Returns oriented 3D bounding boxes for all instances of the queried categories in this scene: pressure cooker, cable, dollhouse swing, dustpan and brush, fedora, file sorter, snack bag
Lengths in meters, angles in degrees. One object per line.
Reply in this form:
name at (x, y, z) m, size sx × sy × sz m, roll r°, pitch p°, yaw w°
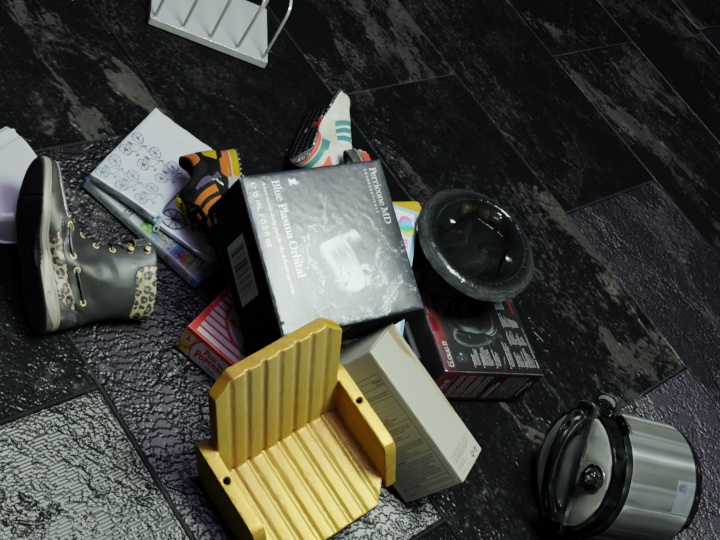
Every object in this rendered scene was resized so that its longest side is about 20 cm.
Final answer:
pressure cooker at (0.329, 0.269, 1.507) m, size 0.198 × 0.179 × 0.178 m, roll 15°, pitch 49°, yaw -27°
cable at (0.026, -0.122, 1.634) m, size 0.098 × 0.050 × 0.200 m, roll 65°, pitch -8°, yaw -29°
dollhouse swing at (-0.060, 0.188, 1.245) m, size 0.199 × 0.176 × 0.183 m, roll -27°, pitch 71°, yaw -27°
dustpan and brush at (-0.406, -0.065, 1.358) m, size 0.200 × 0.057 × 0.139 m, roll 41°, pitch 52°, yaw 11°
fedora at (0.144, -0.017, 1.574) m, size 0.199 × 0.092 × 0.202 m, roll 19°, pitch 47°, yaw -21°
file sorter at (-0.214, -0.437, 1.773) m, size 0.198 × 0.125 × 0.140 m, roll 18°, pitch 45°, yaw -24°
snack bag at (-0.237, -0.114, 1.517) m, size 0.199 × 0.021 × 0.189 m, roll 37°, pitch 40°, yaw -4°

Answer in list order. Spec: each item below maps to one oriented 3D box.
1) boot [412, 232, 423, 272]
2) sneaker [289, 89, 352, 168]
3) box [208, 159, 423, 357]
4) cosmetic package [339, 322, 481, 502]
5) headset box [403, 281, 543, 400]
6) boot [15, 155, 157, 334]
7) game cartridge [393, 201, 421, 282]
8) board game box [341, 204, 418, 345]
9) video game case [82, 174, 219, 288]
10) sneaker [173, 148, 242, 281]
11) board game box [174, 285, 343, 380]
boot at (0.011, -0.012, 1.584) m, size 0.199 × 0.074 × 0.075 m, roll -24°, pitch 39°, yaw -39°
sneaker at (-0.043, -0.194, 1.741) m, size 0.093 × 0.070 × 0.201 m, roll 47°, pitch 34°, yaw -21°
box at (-0.055, -0.015, 1.373) m, size 0.198 × 0.117 × 0.199 m, roll -10°, pitch 78°, yaw -30°
cosmetic package at (0.047, 0.176, 1.395) m, size 0.201 × 0.105 × 0.071 m, roll 56°, pitch 38°, yaw -10°
headset box at (0.140, 0.101, 1.593) m, size 0.198 × 0.077 × 0.150 m, roll 4°, pitch 51°, yaw -33°
boot at (-0.319, -0.029, 1.332) m, size 0.149 × 0.073 × 0.203 m, roll 0°, pitch 80°, yaw -41°
game cartridge at (0.038, -0.027, 1.666) m, size 0.198 × 0.032 × 0.178 m, roll -2°, pitch 56°, yaw -39°
board game box at (0.000, 0.000, 1.483) m, size 0.133 × 0.034 × 0.202 m, roll 18°, pitch 66°, yaw -20°
video game case at (-0.251, -0.080, 1.506) m, size 0.200 × 0.018 × 0.143 m, roll 42°, pitch 40°, yaw 2°
sneaker at (-0.194, -0.069, 1.457) m, size 0.089 × 0.070 × 0.202 m, roll -1°, pitch 57°, yaw -10°
board game box at (-0.111, 0.107, 1.421) m, size 0.199 × 0.046 × 0.152 m, roll 40°, pitch 40°, yaw 0°
